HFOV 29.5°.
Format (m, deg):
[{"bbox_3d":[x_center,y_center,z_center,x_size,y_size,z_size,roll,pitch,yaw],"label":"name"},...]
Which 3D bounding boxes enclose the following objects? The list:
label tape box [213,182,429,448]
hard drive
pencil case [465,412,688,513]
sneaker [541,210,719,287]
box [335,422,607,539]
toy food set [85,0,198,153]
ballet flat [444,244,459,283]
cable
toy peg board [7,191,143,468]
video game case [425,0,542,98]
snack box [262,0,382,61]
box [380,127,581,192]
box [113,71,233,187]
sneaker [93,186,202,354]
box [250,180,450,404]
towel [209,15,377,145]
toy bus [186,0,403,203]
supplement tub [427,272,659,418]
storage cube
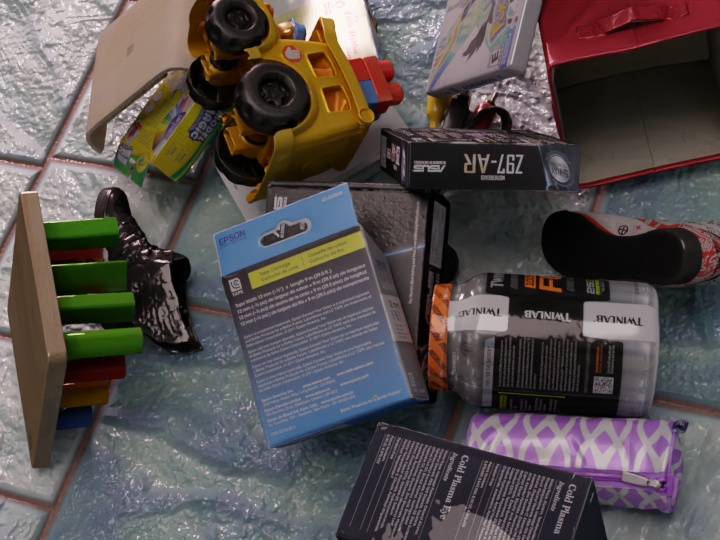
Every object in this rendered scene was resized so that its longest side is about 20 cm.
[{"bbox_3d":[-0.037,0.042,1.228,0.142,0.066,0.201,-20,77,16],"label":"label tape box"},{"bbox_3d":[-0.053,-0.131,1.482,0.199,0.026,0.132,-31,57,-2],"label":"hard drive"},{"bbox_3d":[0.186,0.170,1.195,0.198,0.085,0.086,0,22,19],"label":"pencil case"},{"bbox_3d":[0.271,-0.019,1.299,0.201,0.107,0.068,10,98,56],"label":"sneaker"},{"bbox_3d":[0.100,0.230,1.117,0.181,0.200,0.105,11,62,23],"label":"box"},{"bbox_3d":[-0.232,-0.230,1.517,0.199,0.060,0.144,-30,48,39],"label":"toy food set"},{"bbox_3d":[0.000,0.000,1.369,0.198,0.057,0.067,-11,57,10],"label":"ballet flat"},{"bbox_3d":[0.090,-0.114,1.433,0.097,0.050,0.201,24,81,-2],"label":"cable"},{"bbox_3d":[-0.286,0.058,1.366,0.097,0.200,0.201,-4,54,-21],"label":"toy peg board"},{"bbox_3d":[0.133,-0.278,1.353,0.022,0.182,0.202,16,83,-22],"label":"video game case"},{"bbox_3d":[-0.043,-0.263,1.507,0.115,0.037,0.201,-19,46,8],"label":"snack box"},{"bbox_3d":[0.108,-0.109,1.306,0.159,0.200,0.044,0,100,-7],"label":"box"},{"bbox_3d":[-0.188,-0.177,1.492,0.200,0.048,0.117,-52,31,-2],"label":"box"},{"bbox_3d":[-0.223,-0.004,1.440,0.103,0.060,0.201,-11,63,12],"label":"sneaker"},{"bbox_3d":[-0.008,0.021,1.300,0.162,0.086,0.202,4,85,18],"label":"box"},{"bbox_3d":[-0.077,-0.210,1.517,0.198,0.022,0.147,-11,47,15],"label":"towel"},{"bbox_3d":[-0.062,-0.192,1.369,0.191,0.136,0.201,-17,71,-23],"label":"toy bus"},{"bbox_3d":[0.162,0.066,1.226,0.198,0.123,0.123,3,61,6],"label":"supplement tub"},{"bbox_3d":[0.264,-0.216,1.341,0.170,0.201,0.181,-12,51,10],"label":"storage cube"}]
